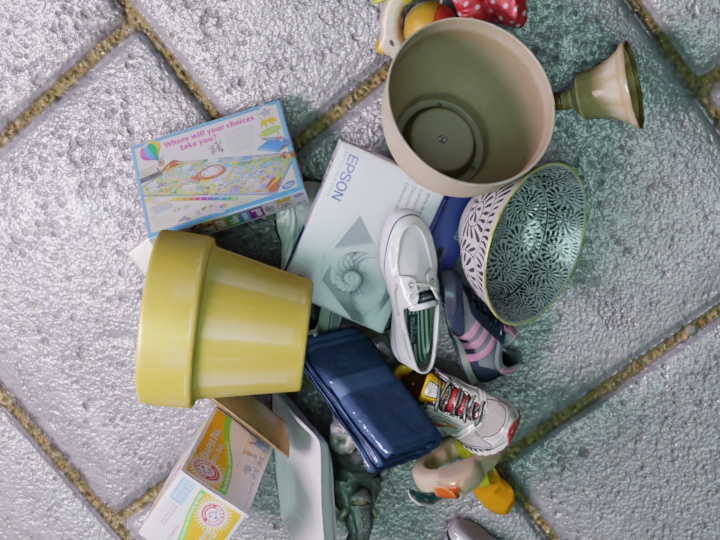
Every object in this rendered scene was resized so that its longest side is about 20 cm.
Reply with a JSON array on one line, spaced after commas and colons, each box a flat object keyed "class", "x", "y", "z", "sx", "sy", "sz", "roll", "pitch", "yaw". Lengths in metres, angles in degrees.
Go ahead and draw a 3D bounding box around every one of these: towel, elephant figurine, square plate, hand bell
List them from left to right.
[{"class": "square plate", "x": -0.071, "y": 0.274, "z": 1.559, "sx": 0.028, "sy": 0.198, "sz": 0.203, "roll": -9, "pitch": 108, "yaw": -20}, {"class": "elephant figurine", "x": -0.008, "y": 0.254, "z": 1.559, "sx": 0.140, "sy": 0.155, "sz": 0.202, "roll": 30, "pitch": 129, "yaw": 9}, {"class": "towel", "x": 0.008, "y": 0.156, "z": 1.478, "sx": 0.201, "sy": 0.111, "sz": 0.049, "roll": 51, "pitch": 132, "yaw": 31}, {"class": "hand bell", "x": 0.232, "y": -0.200, "z": 1.439, "sx": 0.197, "sy": 0.104, "sz": 0.106, "roll": -11, "pitch": 106, "yaw": 22}]

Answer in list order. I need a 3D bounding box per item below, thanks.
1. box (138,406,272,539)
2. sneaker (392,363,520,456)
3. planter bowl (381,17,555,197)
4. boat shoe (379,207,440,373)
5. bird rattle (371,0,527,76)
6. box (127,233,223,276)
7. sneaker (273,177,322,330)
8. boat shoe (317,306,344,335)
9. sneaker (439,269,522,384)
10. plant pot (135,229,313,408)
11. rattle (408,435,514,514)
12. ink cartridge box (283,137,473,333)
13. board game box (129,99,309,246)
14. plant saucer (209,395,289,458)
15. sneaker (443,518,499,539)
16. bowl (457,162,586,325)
[{"class": "box", "x": -0.197, "y": 0.283, "z": 1.559, "sx": 0.101, "sy": 0.200, "sz": 0.113, "roll": 34, "pitch": 108, "yaw": -5}, {"class": "sneaker", "x": 0.113, "y": 0.171, "z": 1.495, "sx": 0.082, "sy": 0.198, "sz": 0.079, "roll": 36, "pitch": 76, "yaw": -44}, {"class": "planter bowl", "x": 0.110, "y": -0.170, "z": 1.387, "sx": 0.197, "sy": 0.135, "sz": 0.204, "roll": 4, "pitch": 73, "yaw": -12}, {"class": "boat shoe", "x": 0.070, "y": 0.027, "z": 1.431, "sx": 0.073, "sy": 0.067, "sz": 0.203, "roll": -17, "pitch": 116, "yaw": -19}, {"class": "bird rattle", "x": 0.098, "y": -0.311, "z": 1.422, "sx": 0.197, "sy": 0.113, "sz": 0.165, "roll": 14, "pitch": 120, "yaw": -12}, {"class": "box", "x": -0.199, "y": 0.021, "z": 1.537, "sx": 0.077, "sy": 0.095, "sz": 0.201, "roll": -36, "pitch": 99, "yaw": 15}, {"class": "sneaker", "x": -0.066, "y": -0.020, "z": 1.522, "sx": 0.078, "sy": 0.074, "sz": 0.203, "roll": -3, "pitch": 106, "yaw": 2}, {"class": "boat shoe", "x": 0.000, "y": -0.001, "z": 1.520, "sx": 0.071, "sy": 0.070, "sz": 0.203, "roll": 20, "pitch": 105, "yaw": 3}, {"class": "sneaker", "x": 0.150, "y": 0.064, "z": 1.496, "sx": 0.081, "sy": 0.071, "sz": 0.201, "roll": -13, "pitch": 138, "yaw": 10}, {"class": "plant pot", "x": -0.153, "y": 0.063, "z": 1.391, "sx": 0.186, "sy": 0.201, "sz": 0.204, "roll": 7, "pitch": 108, "yaw": -2}, {"class": "rattle", "x": 0.131, "y": 0.294, "z": 1.525, "sx": 0.128, "sy": 0.200, "sz": 0.145, "roll": -6, "pitch": 106, "yaw": 7}, {"class": "ink cartridge box", "x": 0.026, "y": -0.031, "z": 1.464, "sx": 0.198, "sy": 0.041, "sz": 0.202, "roll": 22, "pitch": 101, "yaw": -10}, {"class": "board game box", "x": -0.174, "y": -0.118, "z": 1.465, "sx": 0.197, "sy": 0.034, "sz": 0.136, "roll": -17, "pitch": 65, "yaw": 1}, {"class": "plant saucer", "x": -0.162, "y": 0.168, "z": 1.539, "sx": 0.199, "sy": 0.200, "sz": 0.036, "roll": 38, "pitch": 80, "yaw": -6}, {"class": "sneaker", "x": 0.177, "y": 0.437, "z": 1.633, "sx": 0.199, "sy": 0.075, "sz": 0.115, "roll": 37, "pitch": 108, "yaw": 0}, {"class": "bowl", "x": 0.180, "y": -0.044, "z": 1.453, "sx": 0.094, "sy": 0.199, "sz": 0.204, "roll": 23, "pitch": 113, "yaw": 39}]
